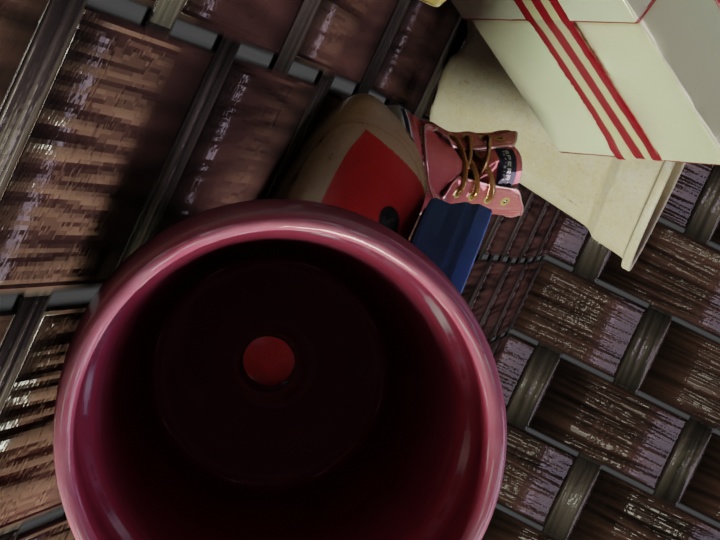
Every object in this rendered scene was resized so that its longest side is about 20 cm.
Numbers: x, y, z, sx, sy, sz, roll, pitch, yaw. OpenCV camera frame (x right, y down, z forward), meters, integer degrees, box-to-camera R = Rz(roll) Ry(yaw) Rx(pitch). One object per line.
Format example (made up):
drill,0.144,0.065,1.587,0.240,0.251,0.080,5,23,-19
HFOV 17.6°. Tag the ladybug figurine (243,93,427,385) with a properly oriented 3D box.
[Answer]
ladybug figurine,-0.021,-0.009,1.333,0.200,0.072,0.136,-61,172,-22

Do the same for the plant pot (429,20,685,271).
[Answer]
plant pot,0.159,-0.128,1.719,0.200,0.183,0.200,-62,172,-15

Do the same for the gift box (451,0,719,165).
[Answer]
gift box,0.184,-0.202,1.525,0.187,0.185,0.200,52,59,-32

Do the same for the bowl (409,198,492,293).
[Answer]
bowl,0.022,0.050,1.367,0.201,0.039,0.201,23,90,-88

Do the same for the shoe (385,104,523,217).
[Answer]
shoe,0.061,-0.071,1.530,0.200,0.091,0.072,41,45,-85

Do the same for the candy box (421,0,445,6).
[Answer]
candy box,0.068,-0.250,1.222,0.200,0.056,0.117,-67,171,27

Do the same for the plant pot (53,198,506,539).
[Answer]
plant pot,-0.039,0.061,1.077,0.179,0.200,0.200,-116,-129,-81
